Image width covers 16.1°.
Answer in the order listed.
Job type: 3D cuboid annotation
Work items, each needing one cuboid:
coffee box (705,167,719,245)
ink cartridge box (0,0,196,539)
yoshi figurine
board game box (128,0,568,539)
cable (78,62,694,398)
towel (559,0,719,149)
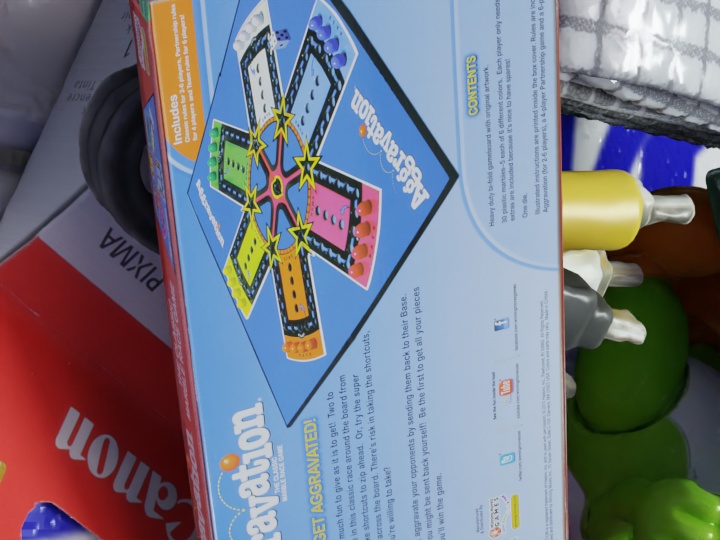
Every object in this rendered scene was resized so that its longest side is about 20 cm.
[{"bbox_3d":[0.162,0.038,0.798,0.200,0.044,0.123,27,50,-66],"label":"coffee box"},{"bbox_3d":[-0.029,0.014,0.695,0.161,0.050,0.200,44,57,-43],"label":"ink cartridge box"},{"bbox_3d":[0.105,0.080,0.771,0.112,0.112,0.200,14,67,-12],"label":"yoshi figurine"},{"bbox_3d":[0.002,0.006,0.646,0.103,0.019,0.200,-15,125,-17],"label":"board game box"},{"bbox_3d":[0.000,0.000,0.686,0.200,0.050,0.097,17,112,-32],"label":"cable"},{"bbox_3d":[0.101,-0.119,0.749,0.200,0.086,0.166,10,83,-49],"label":"towel"}]
